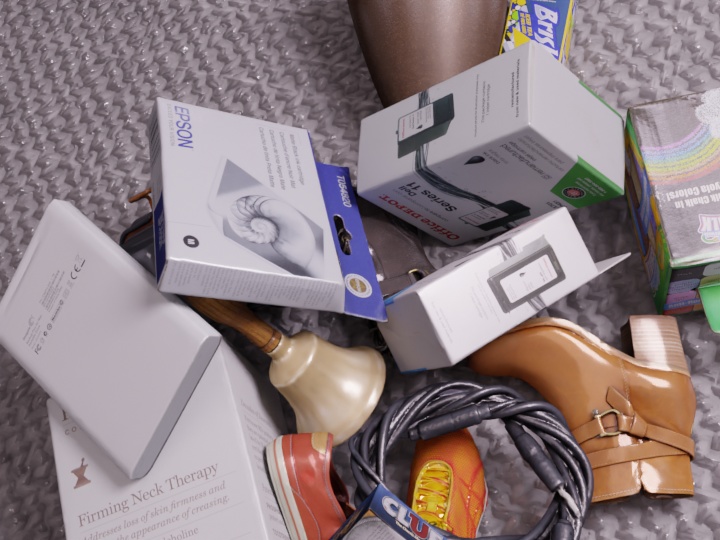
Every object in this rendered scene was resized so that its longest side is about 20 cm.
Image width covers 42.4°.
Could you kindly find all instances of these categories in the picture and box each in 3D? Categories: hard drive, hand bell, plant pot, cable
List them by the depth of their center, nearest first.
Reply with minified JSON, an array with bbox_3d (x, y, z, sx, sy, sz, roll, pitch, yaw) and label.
[{"bbox_3d":[0.086,0.160,0.742,0.198,0.051,0.164,20,62,13],"label":"cable"},{"bbox_3d":[-0.212,0.051,0.750,0.199,0.026,0.133,36,103,25],"label":"hard drive"},{"bbox_3d":[-0.080,0.053,0.772,0.104,0.200,0.105,-34,31,24],"label":"hand bell"},{"bbox_3d":[0.072,-0.247,0.941,0.184,0.187,0.203,-6,80,12],"label":"plant pot"}]

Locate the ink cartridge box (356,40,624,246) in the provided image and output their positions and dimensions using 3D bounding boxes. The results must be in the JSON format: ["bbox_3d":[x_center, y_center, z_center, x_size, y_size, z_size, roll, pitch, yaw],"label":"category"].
[{"bbox_3d":[0.113,-0.103,0.831,0.199,0.146,0.084,-17,59,44],"label":"ink cartridge box"}]

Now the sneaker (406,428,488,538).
[{"bbox_3d":[0.069,0.209,0.786,0.072,0.078,0.202,-3,53,13],"label":"sneaker"}]

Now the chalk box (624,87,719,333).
[{"bbox_3d":[0.311,-0.040,0.810,0.122,0.124,0.203,-10,66,8],"label":"chalk box"}]

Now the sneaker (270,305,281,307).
[{"bbox_3d":[-0.135,-0.021,0.951,0.197,0.076,0.078,15,52,18],"label":"sneaker"}]

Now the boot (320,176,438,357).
[{"bbox_3d":[0.000,0.000,0.870,0.197,0.069,0.176,-8,61,-23],"label":"boot"}]

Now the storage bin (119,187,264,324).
[{"bbox_3d":[-0.181,0.004,0.844,0.198,0.134,0.147,-19,102,38],"label":"storage bin"}]

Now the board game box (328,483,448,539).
[{"bbox_3d":[0.006,0.274,0.705,0.135,0.035,0.201,39,115,0],"label":"board game box"}]

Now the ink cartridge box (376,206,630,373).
[{"bbox_3d":[0.120,0.010,0.803,0.198,0.116,0.069,-28,91,-21],"label":"ink cartridge box"}]

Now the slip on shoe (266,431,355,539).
[{"bbox_3d":[-0.018,0.225,0.769,0.060,0.074,0.203,-19,98,3],"label":"slip on shoe"}]

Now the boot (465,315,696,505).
[{"bbox_3d":[0.189,0.124,0.807,0.197,0.077,0.158,-2,71,5],"label":"boot"}]

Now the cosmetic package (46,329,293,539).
[{"bbox_3d":[-0.146,0.195,0.802,0.165,0.167,0.202,-22,63,4],"label":"cosmetic package"}]

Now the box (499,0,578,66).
[{"bbox_3d":[0.175,-0.208,0.942,0.063,0.070,0.203,10,70,16],"label":"box"}]

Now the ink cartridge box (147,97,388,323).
[{"bbox_3d":[-0.075,-0.053,0.779,0.197,0.041,0.201,9,43,-25],"label":"ink cartridge box"}]
